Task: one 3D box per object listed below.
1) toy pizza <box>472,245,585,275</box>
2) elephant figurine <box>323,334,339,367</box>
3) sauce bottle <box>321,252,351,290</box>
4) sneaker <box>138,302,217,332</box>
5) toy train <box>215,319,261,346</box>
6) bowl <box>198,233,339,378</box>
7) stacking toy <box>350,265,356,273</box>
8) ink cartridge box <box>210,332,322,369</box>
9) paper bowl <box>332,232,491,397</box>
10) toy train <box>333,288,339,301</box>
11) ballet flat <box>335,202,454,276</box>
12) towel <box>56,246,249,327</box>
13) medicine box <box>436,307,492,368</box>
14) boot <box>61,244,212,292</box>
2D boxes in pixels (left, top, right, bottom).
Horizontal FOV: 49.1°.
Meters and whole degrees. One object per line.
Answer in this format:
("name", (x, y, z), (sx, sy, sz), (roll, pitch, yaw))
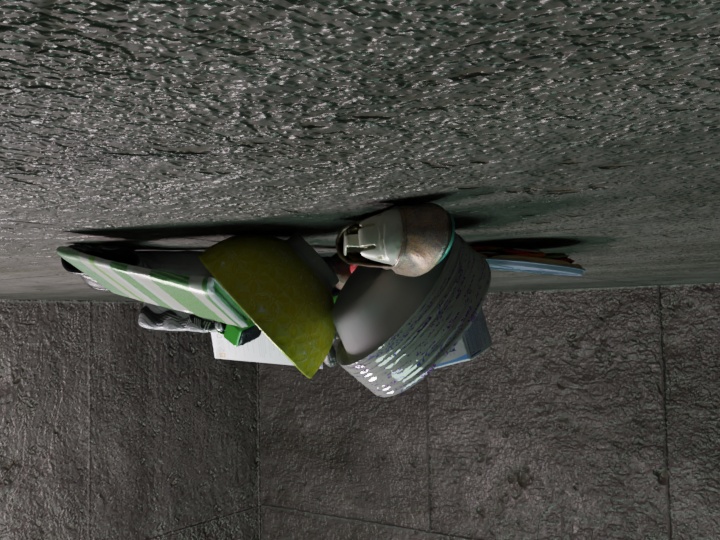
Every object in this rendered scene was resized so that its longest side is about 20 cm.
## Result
("toy pizza", (0.235, -0.017, 1.176), (0.197, 0.032, 0.200), (6, 179, 0))
("elephant figurine", (-0.084, 0.099, 1.595), (0.154, 0.203, 0.141), (1, 176, -34))
("sauce bottle", (0.000, 0.000, 1.181), (0.198, 0.066, 0.064), (2, 175, -31))
("sneaker", (-0.252, 0.036, 1.218), (0.197, 0.117, 0.075), (1, 177, 19))
("toy train", (-0.121, 0.054, 1.109), (0.056, 0.042, 0.199), (34, -147, 24))
("bowl", (-0.090, 0.020, 0.950), (0.108, 0.200, 0.200), (-43, -179, -6))
("stacking toy", (0.041, 0.063, 1.096), (0.108, 0.203, 0.116), (0, 177, -21))
("ink cartridge box", (-0.161, 0.075, 1.333), (0.197, 0.200, 0.044), (5, -143, 8))
("paper bowl", (0.045, 0.034, 0.899), (0.104, 0.202, 0.200), (40, 163, -14))
("toy train", (0.025, 0.032, 1.422), (0.198, 0.057, 0.042), (-19, -148, -17))
("ballet flat", (0.022, -0.027, 0.767), (0.066, 0.069, 0.200), (3, 174, -19))
("towel", (-0.243, 0.019, 0.954), (0.197, 0.024, 0.153), (13, 164, 15))
("medicine box", (0.107, 0.111, 1.316), (0.180, 0.104, 0.200), (-18, 175, 19))
("boot", (-0.297, -0.001, 1.084), (0.197, 0.071, 0.132), (-6, 171, -8))
